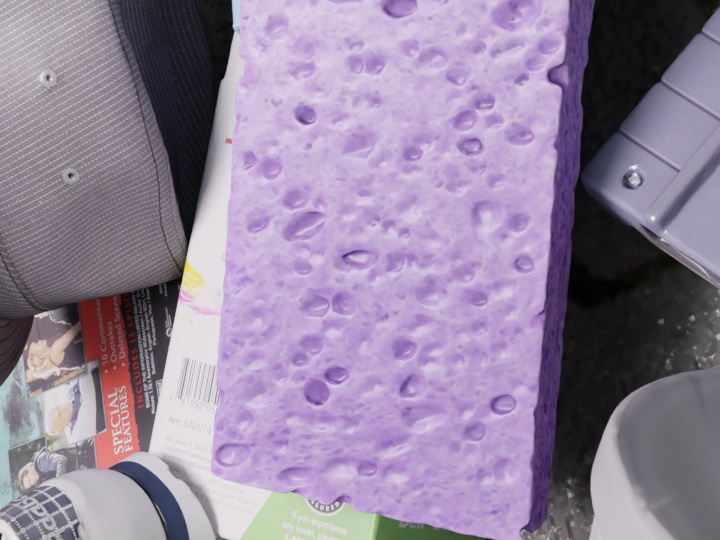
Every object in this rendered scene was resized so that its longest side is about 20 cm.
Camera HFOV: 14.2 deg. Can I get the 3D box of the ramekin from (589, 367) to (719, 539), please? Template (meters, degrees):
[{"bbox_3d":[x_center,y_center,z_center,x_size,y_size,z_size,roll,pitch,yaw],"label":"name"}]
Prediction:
[{"bbox_3d":[0.147,0.117,0.799,0.202,0.202,0.095,36,118,37],"label":"ramekin"}]

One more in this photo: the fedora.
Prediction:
[{"bbox_3d":[-0.105,-0.058,1.045,0.090,0.177,0.201,-5,104,12],"label":"fedora"}]

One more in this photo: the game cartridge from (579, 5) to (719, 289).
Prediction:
[{"bbox_3d":[0.175,-0.026,0.867,0.200,0.038,0.130,37,88,37],"label":"game cartridge"}]

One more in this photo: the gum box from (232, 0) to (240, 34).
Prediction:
[{"bbox_3d":[0.030,-0.184,0.984,0.169,0.045,0.201,-26,49,28],"label":"gum box"}]

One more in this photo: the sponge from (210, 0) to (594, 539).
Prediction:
[{"bbox_3d":[0.013,-0.021,0.922,0.111,0.030,0.201,9,105,19],"label":"sponge"}]

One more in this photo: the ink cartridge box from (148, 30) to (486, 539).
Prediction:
[{"bbox_3d":[0.000,0.000,1.018,0.117,0.067,0.201,14,93,42],"label":"ink cartridge box"}]

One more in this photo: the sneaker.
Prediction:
[{"bbox_3d":[-0.118,0.157,1.029,0.076,0.080,0.201,30,118,32],"label":"sneaker"}]

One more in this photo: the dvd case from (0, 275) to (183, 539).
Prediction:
[{"bbox_3d":[-0.132,0.030,1.157,0.199,0.022,0.147,-22,70,35],"label":"dvd case"}]
